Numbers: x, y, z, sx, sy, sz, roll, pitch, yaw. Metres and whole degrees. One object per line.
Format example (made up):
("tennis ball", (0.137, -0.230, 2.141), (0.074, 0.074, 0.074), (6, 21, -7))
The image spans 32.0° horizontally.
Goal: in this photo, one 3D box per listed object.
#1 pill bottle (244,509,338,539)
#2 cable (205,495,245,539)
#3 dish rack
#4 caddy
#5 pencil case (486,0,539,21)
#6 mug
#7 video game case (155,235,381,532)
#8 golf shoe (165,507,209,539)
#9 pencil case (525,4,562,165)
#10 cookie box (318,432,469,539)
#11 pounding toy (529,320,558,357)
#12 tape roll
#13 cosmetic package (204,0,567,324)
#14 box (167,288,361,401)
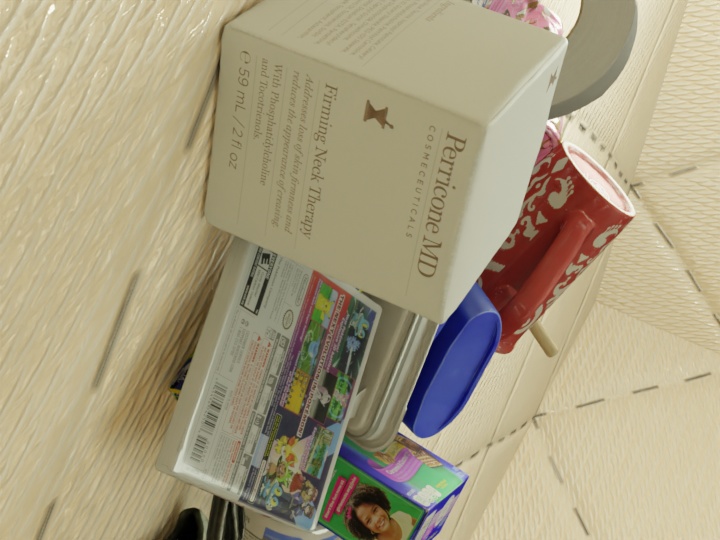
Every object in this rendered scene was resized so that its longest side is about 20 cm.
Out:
("pill bottle", (-0.094, 0.316, 1.298), (0.114, 0.113, 0.201), (-30, 141, -65))
("cable", (-0.102, 0.161, 1.097), (0.097, 0.050, 0.201), (42, 53, -71))
("dish rack", (-0.010, 0.045, 1.139), (0.043, 0.171, 0.201), (12, 103, -45))
("caddy", (0.044, 0.069, 1.217), (0.141, 0.105, 0.201), (6, 122, -35))
("pencil case", (0.113, -0.211, 1.296), (0.083, 0.086, 0.201), (29, 83, -43))
("mug", (0.186, -0.013, 1.300), (0.133, 0.178, 0.200), (27, 117, -39))
("video game case", (-0.065, 0.087, 0.989), (0.182, 0.023, 0.201), (36, 65, -48))
("golf shoe", (-0.183, 0.287, 1.079), (0.200, 0.078, 0.098), (-56, 145, -52))
("pencil case", (0.177, -0.205, 1.377), (0.083, 0.086, 0.201), (-39, -147, 45))
("cookie box", (-0.011, 0.191, 1.221), (0.076, 0.199, 0.171), (-63, 165, 10))
("pounding toy", (0.161, -0.036, 1.440), (0.142, 0.183, 0.201), (-79, -178, -57))
("tape roll", (0.160, -0.243, 1.181), (0.201, 0.199, 0.066), (-67, 164, 2))
("cosmetic package", (0.017, -0.102, 0.913), (0.166, 0.199, 0.168), (-47, 155, -49))
("box", (-0.071, 0.048, 1.046), (0.200, 0.064, 0.070), (-56, 135, -31))
